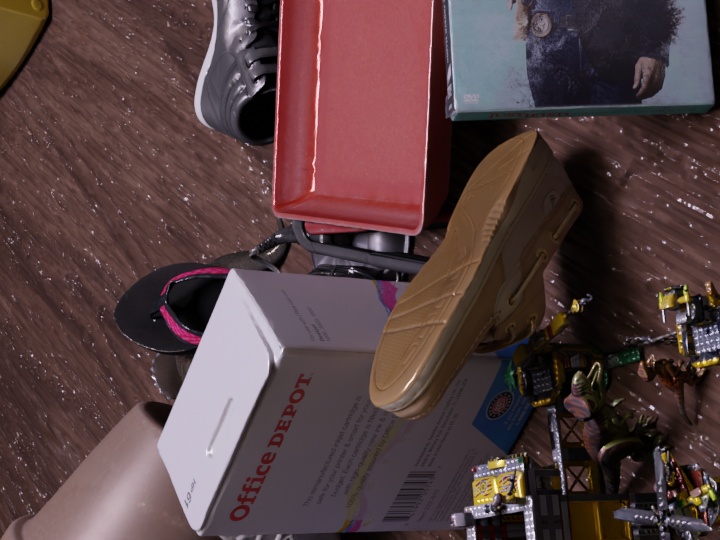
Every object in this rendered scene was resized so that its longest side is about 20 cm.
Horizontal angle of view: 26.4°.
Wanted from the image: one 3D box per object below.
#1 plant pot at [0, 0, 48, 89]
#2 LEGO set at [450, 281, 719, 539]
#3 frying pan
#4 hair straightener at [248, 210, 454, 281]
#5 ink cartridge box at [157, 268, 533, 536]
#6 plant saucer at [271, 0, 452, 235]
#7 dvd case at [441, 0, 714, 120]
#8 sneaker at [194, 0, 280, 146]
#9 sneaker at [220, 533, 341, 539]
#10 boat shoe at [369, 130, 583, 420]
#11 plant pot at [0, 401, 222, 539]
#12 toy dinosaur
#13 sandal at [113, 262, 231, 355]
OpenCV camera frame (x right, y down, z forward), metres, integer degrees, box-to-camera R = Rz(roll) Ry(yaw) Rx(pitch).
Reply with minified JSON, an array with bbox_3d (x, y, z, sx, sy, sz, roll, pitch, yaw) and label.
[{"bbox_3d":[-0.444,-0.314,1.659,0.176,0.200,0.201,-19,71,42],"label":"plant pot"},{"bbox_3d":[0.126,0.086,0.813,0.200,0.116,0.154,-9,79,55],"label":"LEGO set"},{"bbox_3d":[0.014,-0.043,1.080,0.190,0.031,0.115,-48,51,46],"label":"frying pan"},{"bbox_3d":[0.000,0.000,1.043,0.200,0.041,0.077,0,90,38],"label":"hair straightener"},{"bbox_3d":[-0.005,0.083,0.935,0.085,0.200,0.145,55,130,43],"label":"ink cartridge box"},{"bbox_3d":[0.005,-0.129,1.026,0.200,0.037,0.200,10,98,58],"label":"plant saucer"},{"bbox_3d":[0.115,-0.183,0.848,0.022,0.146,0.201,106,163,-78],"label":"dvd case"},{"bbox_3d":[-0.073,-0.188,1.190,0.099,0.071,0.200,40,125,48],"label":"sneaker"},{"bbox_3d":[-0.050,0.180,1.039,0.076,0.200,0.092,-36,60,4],"label":"sneaker"},{"bbox_3d":[0.075,0.010,0.869,0.074,0.069,0.200,-19,34,55],"label":"boat shoe"},{"bbox_3d":[-0.166,0.202,1.197,0.200,0.200,0.175,35,98,52],"label":"plant pot"},{"bbox_3d":[-0.117,0.043,1.220,0.102,0.077,0.200,33,118,38],"label":"toy dinosaur"},{"bbox_3d":[-0.106,0.029,1.155,0.200,0.045,0.075,7,72,32],"label":"sandal"}]
